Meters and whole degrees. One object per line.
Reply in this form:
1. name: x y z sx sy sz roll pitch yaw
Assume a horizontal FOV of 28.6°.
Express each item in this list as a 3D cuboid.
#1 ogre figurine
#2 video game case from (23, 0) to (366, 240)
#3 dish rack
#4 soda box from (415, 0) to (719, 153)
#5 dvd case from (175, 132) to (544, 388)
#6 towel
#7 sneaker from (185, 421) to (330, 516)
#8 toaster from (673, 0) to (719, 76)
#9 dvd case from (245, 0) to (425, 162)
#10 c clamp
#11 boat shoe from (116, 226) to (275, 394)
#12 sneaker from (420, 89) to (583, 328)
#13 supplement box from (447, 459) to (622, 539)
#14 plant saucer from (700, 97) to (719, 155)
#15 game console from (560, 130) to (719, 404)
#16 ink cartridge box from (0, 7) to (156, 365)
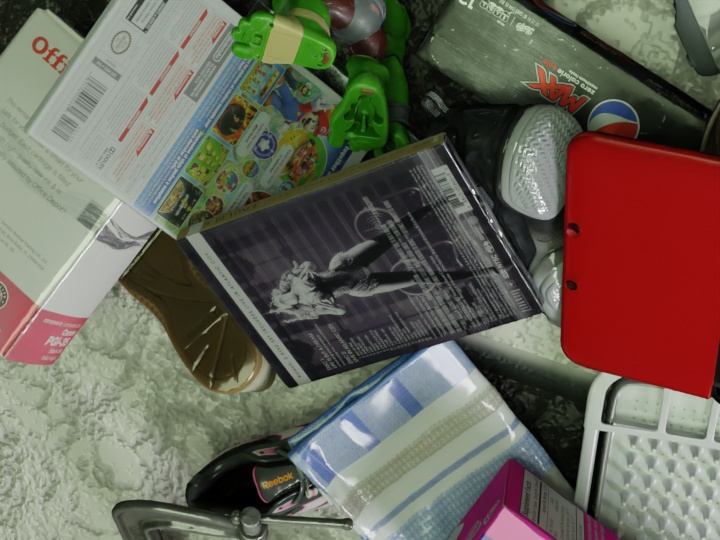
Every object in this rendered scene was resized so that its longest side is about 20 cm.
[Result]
1. ogre figurine: -0.013 -0.162 0.905 0.199 0.121 0.098 32 138 -28
2. video game case: -0.100 -0.093 0.933 0.199 0.018 0.144 36 86 -25
3. dish rack: 0.235 0.160 0.989 0.169 0.044 0.203 9 107 11
4. soda box: 0.139 -0.120 0.931 0.199 0.063 0.071 34 111 5
5. dvd case: 0.000 0.000 0.920 0.198 0.016 0.149 -18 126 24
6. towel: 0.058 0.153 1.002 0.146 0.024 0.201 -37 111 5
7. sneaker: -0.040 0.148 1.032 0.198 0.086 0.081 -25 84 20
8. toaster: 0.225 -0.227 0.854 0.128 0.114 0.202 -25 95 16
9. dvd case: -0.037 -0.075 1.015 0.200 0.022 0.146 42 111 2
10. c clamp: -0.100 0.206 1.046 0.169 0.200 0.027 10 64 -3
11. boat shoe: -0.127 0.005 1.036 0.072 0.065 0.201 -38 72 9
12. sneaker: 0.098 -0.045 0.936 0.113 0.076 0.201 24 154 32
13. supplement box: 0.149 0.235 0.950 0.199 0.103 0.102 36 103 2
14. plant saucer: 0.299 -0.094 0.863 0.198 0.035 0.202 -6 135 -6
15. game console: 0.228 -0.020 0.884 0.119 0.171 0.201 42 152 37
16. ink cartridge box: -0.221 -0.057 0.995 0.146 0.083 0.201 40 94 17
